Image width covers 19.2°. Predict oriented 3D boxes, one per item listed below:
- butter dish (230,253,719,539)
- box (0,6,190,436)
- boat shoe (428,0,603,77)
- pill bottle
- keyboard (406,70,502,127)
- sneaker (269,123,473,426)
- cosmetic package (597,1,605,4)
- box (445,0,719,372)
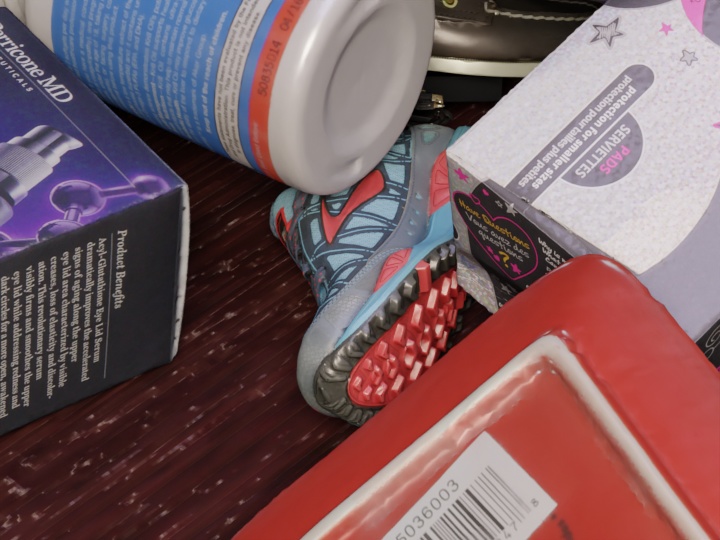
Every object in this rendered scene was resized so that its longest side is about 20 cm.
[{"bbox_3d":[0.080,0.132,0.758,0.200,0.148,0.200,-41,50,8],"label":"butter dish"},{"bbox_3d":[-0.192,-0.006,0.879,0.200,0.104,0.148,-25,51,-32],"label":"box"},{"bbox_3d":[0.028,-0.130,1.042,0.201,0.061,0.072,1,14,-6],"label":"boat shoe"},{"bbox_3d":[-0.077,-0.118,0.940,0.200,0.112,0.112,25,44,25],"label":"pill bottle"},{"bbox_3d":[-0.028,-0.088,1.038,0.200,0.021,0.127,-2,16,-12],"label":"keyboard"},{"bbox_3d":[0.000,0.000,0.943,0.095,0.079,0.200,11,33,16],"label":"sneaker"},{"bbox_3d":[0.145,-0.191,1.131,0.200,0.087,0.103,1,23,-14],"label":"cosmetic package"},{"bbox_3d":[0.147,-0.050,0.865,0.200,0.115,0.132,-42,66,-17],"label":"box"}]
